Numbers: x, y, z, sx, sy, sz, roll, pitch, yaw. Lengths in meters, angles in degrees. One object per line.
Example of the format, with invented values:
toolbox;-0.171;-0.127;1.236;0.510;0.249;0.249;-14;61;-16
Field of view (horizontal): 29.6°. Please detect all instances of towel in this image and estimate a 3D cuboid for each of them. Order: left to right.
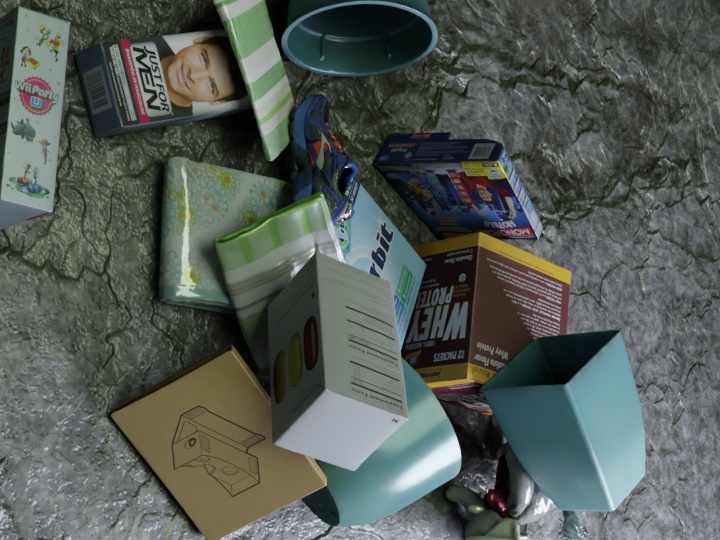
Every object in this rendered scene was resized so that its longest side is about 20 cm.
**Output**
towel;-0.155;-0.035;1.642;0.199;0.048;0.172;10;73;-42
towel;-0.124;-0.247;1.665;0.153;0.023;0.201;-62;138;-68
towel;-0.079;0.022;1.611;0.149;0.031;0.201;-27;124;-15

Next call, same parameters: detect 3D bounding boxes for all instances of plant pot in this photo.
plant pot;-0.007;-0.382;1.759;0.200;0.200;0.197;14;64;-41
plant pot;-0.004;0.211;1.643;0.161;0.200;0.201;-33;105;-23
plant pot;0.280;0.202;1.760;0.141;0.141;0.201;-36;108;-41

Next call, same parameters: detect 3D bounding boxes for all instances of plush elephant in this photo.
plush elephant;0.191;0.317;1.848;0.154;0.165;0.200;-30;67;-7

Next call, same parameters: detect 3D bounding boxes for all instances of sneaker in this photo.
sneaker;-0.042;-0.132;1.695;0.075;0.078;0.201;71;15;-61

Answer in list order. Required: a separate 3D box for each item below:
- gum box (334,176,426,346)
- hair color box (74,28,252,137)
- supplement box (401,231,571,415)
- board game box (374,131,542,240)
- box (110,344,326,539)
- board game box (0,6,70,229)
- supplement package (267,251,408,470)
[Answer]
gum box;0.000;0.000;1.749;0.200;0.044;0.171;49;45;-36
hair color box;-0.226;-0.222;1.597;0.199;0.060;0.100;-17;94;-45
supplement box;0.171;0.079;1.868;0.197;0.132;0.201;20;68;-39
board game box;0.150;-0.098;1.869;0.200;0.199;0.062;57;50;-39
box;-0.157;0.198;1.530;0.200;0.163;0.021;57;14;-20
board game box;-0.365;-0.149;1.392;0.064;0.147;0.201;11;75;-40
supplement package;-0.028;0.100;1.519;0.109;0.114;0.201;22;39;-26
